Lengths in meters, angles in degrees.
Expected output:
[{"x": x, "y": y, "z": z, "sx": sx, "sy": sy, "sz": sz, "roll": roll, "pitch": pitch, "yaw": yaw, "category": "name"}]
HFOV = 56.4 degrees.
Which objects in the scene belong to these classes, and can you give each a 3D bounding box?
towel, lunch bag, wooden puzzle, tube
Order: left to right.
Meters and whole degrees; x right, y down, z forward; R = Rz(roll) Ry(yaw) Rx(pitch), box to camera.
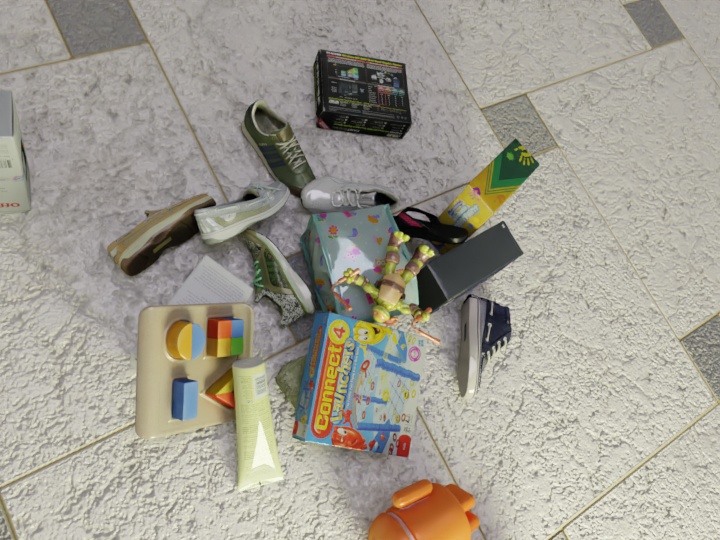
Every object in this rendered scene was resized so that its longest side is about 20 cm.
[{"x": -0.237, "y": 0.146, "z": 1.007, "sx": 0.198, "sy": 0.046, "sz": 0.190, "roll": 1, "pitch": 92, "yaw": -49, "category": "wooden puzzle"}, {"x": -0.165, "y": 0.239, "z": 1.040, "sx": 0.057, "sy": 0.052, "sz": 0.205, "roll": -2, "pitch": 101, "yaw": 18, "category": "tube"}, {"x": -0.035, "y": 0.192, "z": 1.148, "sx": 0.198, "sy": 0.037, "sz": 0.150, "roll": -28, "pitch": 81, "yaw": -29, "category": "towel"}, {"x": 0.000, "y": 0.000, "z": 1.195, "sx": 0.167, "sy": 0.122, "sz": 0.204, "roll": -11, "pitch": 69, "yaw": -25, "category": "lunch bag"}]

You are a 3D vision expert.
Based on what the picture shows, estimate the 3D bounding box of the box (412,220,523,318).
[{"x": 0.185, "y": 0.003, "z": 1.251, "sx": 0.198, "sy": 0.141, "sz": 0.080, "roll": -28, "pitch": 78, "yaw": -27, "category": "box"}]

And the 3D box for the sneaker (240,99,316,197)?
[{"x": -0.148, "y": -0.232, "z": 1.256, "sx": 0.067, "sy": 0.090, "sz": 0.201, "roll": -37, "pitch": 84, "yaw": -30, "category": "sneaker"}]

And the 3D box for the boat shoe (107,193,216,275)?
[{"x": -0.338, "y": -0.079, "z": 1.138, "sx": 0.076, "sy": 0.072, "sz": 0.199, "roll": 39, "pitch": 57, "yaw": 18, "category": "boat shoe"}]

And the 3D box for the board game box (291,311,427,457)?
[{"x": 0.003, "y": 0.187, "z": 1.095, "sx": 0.192, "sy": 0.056, "sz": 0.205, "roll": 15, "pitch": 79, "yaw": -27, "category": "board game box"}]

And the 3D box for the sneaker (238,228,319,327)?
[{"x": -0.161, "y": 0.013, "z": 1.165, "sx": 0.088, "sy": 0.077, "sz": 0.201, "roll": -38, "pitch": 79, "yaw": -12, "category": "sneaker"}]

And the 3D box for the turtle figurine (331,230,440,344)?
[{"x": 0.063, "y": 0.029, "z": 1.116, "sx": 0.197, "sy": 0.065, "sz": 0.164, "roll": 25, "pitch": 71, "yaw": 6, "category": "turtle figurine"}]

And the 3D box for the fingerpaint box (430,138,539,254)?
[{"x": 0.230, "y": -0.134, "z": 1.292, "sx": 0.073, "sy": 0.200, "sz": 0.167, "roll": 46, "pitch": 60, "yaw": 3, "category": "fingerpaint box"}]

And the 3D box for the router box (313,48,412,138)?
[{"x": 0.002, "y": -0.362, "z": 1.385, "sx": 0.195, "sy": 0.062, "sz": 0.153, "roll": 4, "pitch": 67, "yaw": -18, "category": "router box"}]

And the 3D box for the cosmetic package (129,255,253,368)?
[{"x": -0.270, "y": 0.089, "z": 1.084, "sx": 0.101, "sy": 0.071, "sz": 0.202, "roll": 35, "pitch": 60, "yaw": -4, "category": "cosmetic package"}]

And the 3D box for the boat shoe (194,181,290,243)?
[{"x": -0.203, "y": -0.115, "z": 1.177, "sx": 0.201, "sy": 0.073, "sz": 0.066, "roll": -36, "pitch": 117, "yaw": -37, "category": "boat shoe"}]

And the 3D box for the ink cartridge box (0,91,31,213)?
[{"x": -0.584, "y": -0.172, "z": 1.007, "sx": 0.142, "sy": 0.200, "sz": 0.085, "roll": -5, "pitch": 66, "yaw": -22, "category": "ink cartridge box"}]

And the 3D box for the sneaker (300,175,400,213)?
[{"x": -0.015, "y": -0.140, "z": 1.259, "sx": 0.195, "sy": 0.087, "sz": 0.077, "roll": -3, "pitch": 97, "yaw": -20, "category": "sneaker"}]

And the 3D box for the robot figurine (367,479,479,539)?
[{"x": 0.094, "y": 0.415, "z": 1.055, "sx": 0.197, "sy": 0.146, "sz": 0.117, "roll": -21, "pitch": 53, "yaw": -27, "category": "robot figurine"}]

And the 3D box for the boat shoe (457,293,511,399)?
[{"x": 0.234, "y": 0.144, "z": 1.245, "sx": 0.091, "sy": 0.075, "sz": 0.204, "roll": 11, "pitch": 63, "yaw": -7, "category": "boat shoe"}]

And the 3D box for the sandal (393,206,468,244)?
[{"x": 0.113, "y": -0.091, "z": 1.257, "sx": 0.075, "sy": 0.197, "sz": 0.046, "roll": -33, "pitch": 124, "yaw": -42, "category": "sandal"}]
